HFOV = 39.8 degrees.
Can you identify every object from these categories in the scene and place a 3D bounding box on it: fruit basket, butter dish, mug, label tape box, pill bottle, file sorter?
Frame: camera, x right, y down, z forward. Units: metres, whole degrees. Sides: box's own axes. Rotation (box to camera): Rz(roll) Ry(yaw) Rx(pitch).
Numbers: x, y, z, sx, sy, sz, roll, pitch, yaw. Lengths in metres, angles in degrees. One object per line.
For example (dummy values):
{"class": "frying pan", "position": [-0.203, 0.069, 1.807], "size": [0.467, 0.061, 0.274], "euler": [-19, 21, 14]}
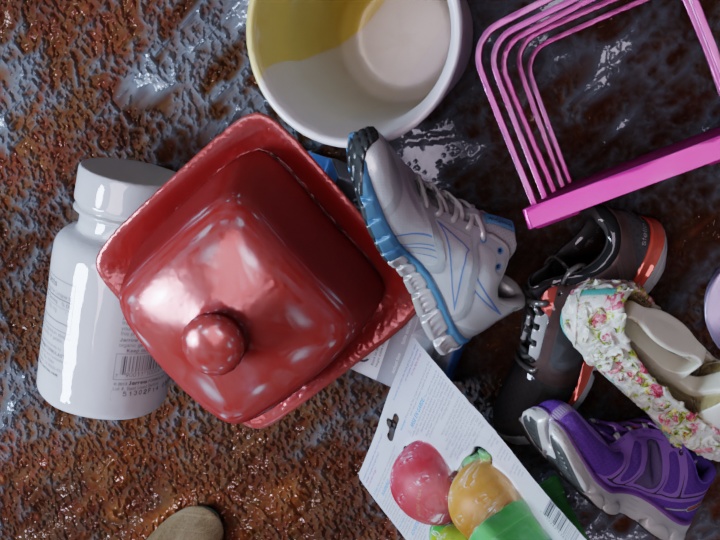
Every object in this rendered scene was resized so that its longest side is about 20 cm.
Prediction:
{"class": "fruit basket", "position": [0.081, 0.176, 0.754], "size": [0.200, 0.093, 0.186], "euler": [53, 143, 33]}
{"class": "butter dish", "position": [-0.087, 0.026, 0.712], "size": [0.199, 0.148, 0.200], "euler": [-38, 101, 19]}
{"class": "mug", "position": [0.010, -0.188, 0.712], "size": [0.148, 0.153, 0.189], "euler": [-15, 96, 20]}
{"class": "label tape box", "position": [0.000, 0.000, 0.803], "size": [0.198, 0.066, 0.145], "euler": [22, 107, 11]}
{"class": "pill bottle", "position": [-0.207, 0.013, 0.845], "size": [0.113, 0.114, 0.202], "euler": [16, 106, 14]}
{"class": "file sorter", "position": [0.169, -0.119, 0.654], "size": [0.138, 0.200, 0.127], "euler": [-21, 92, 20]}

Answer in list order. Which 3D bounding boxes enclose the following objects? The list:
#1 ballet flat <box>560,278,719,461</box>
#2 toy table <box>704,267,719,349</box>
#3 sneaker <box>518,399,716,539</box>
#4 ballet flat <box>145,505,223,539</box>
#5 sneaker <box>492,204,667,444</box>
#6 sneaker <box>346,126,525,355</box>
{"class": "ballet flat", "position": [0.223, 0.074, 0.693], "size": [0.199, 0.076, 0.064], "euler": [34, 150, -19]}
{"class": "toy table", "position": [0.341, 0.047, 0.677], "size": [0.198, 0.117, 0.186], "euler": [-4, 101, 17]}
{"class": "sneaker", "position": [0.192, 0.130, 0.731], "size": [0.084, 0.199, 0.081], "euler": [-55, 39, 6]}
{"class": "ballet flat", "position": [-0.205, 0.298, 0.927], "size": [0.200, 0.072, 0.068], "euler": [-42, 88, 21]}
{"class": "sneaker", "position": [0.142, 0.035, 0.744], "size": [0.081, 0.077, 0.201], "euler": [24, 102, -28]}
{"class": "sneaker", "position": [0.056, -0.029, 0.670], "size": [0.086, 0.075, 0.200], "euler": [-22, 135, 13]}
